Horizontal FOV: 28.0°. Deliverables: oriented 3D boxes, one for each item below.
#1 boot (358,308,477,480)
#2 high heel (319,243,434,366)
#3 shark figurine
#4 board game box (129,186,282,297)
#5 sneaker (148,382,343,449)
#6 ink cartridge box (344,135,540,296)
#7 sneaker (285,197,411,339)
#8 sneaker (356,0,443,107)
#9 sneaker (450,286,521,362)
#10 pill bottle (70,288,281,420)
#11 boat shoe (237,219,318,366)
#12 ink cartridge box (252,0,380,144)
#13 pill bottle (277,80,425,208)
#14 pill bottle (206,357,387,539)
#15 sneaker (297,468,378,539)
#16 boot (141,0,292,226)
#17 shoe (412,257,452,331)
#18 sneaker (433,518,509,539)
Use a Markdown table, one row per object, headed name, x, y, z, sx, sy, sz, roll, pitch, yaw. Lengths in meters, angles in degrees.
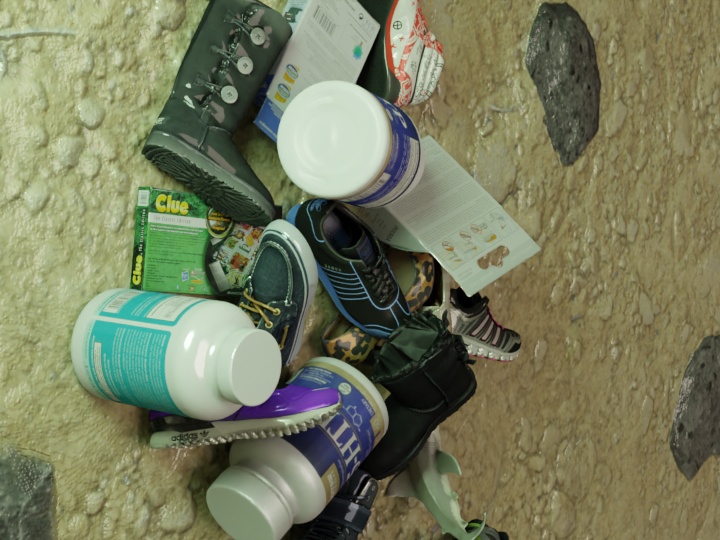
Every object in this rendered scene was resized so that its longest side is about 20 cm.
| name | x | y | z | sx | sy | sz | roll | pitch | yaw |
| --- | --- | --- | --- | --- | --- | --- | --- | --- | --- |
| boot | 0.049 | 0.143 | 1.672 | 0.198 | 0.073 | 0.163 | -41 | 149 | -5 |
| high heel | 0.018 | 0.016 | 1.689 | 0.142 | 0.071 | 0.201 | 11 | 91 | -53 |
| shark figurine | 0.082 | 0.278 | 1.783 | 0.089 | 0.215 | 0.129 | -10 | 141 | -13 |
| board game box | -0.156 | -0.026 | 1.501 | 0.199 | 0.023 | 0.106 | 6 | 91 | -52 |
| sneaker | -0.119 | 0.120 | 1.458 | 0.070 | 0.199 | 0.100 | 97 | -15 | -79 |
| ink cartridge box | 0.094 | -0.057 | 1.695 | 0.200 | 0.050 | 0.162 | 48 | 43 | 12 |
| sneaker | 0.000 | 0.000 | 1.613 | 0.200 | 0.078 | 0.070 | 48 | 62 | -21 |
| sneaker | 0.050 | -0.291 | 1.693 | 0.108 | 0.067 | 0.203 | -8 | 104 | -52 |
| sneaker | 0.147 | 0.064 | 1.854 | 0.199 | 0.073 | 0.088 | 13 | 91 | -47 |
| pill bottle | -0.170 | 0.079 | 1.355 | 0.110 | 0.199 | 0.112 | -10 | 103 | -50 |
| boat shoe | -0.101 | 0.044 | 1.497 | 0.091 | 0.071 | 0.201 | -39 | 150 | -38 |
| ink cartridge box | -0.056 | -0.218 | 1.585 | 0.119 | 0.042 | 0.201 | 41 | 64 | -47 |
| pill bottle | 0.000 | -0.127 | 1.532 | 0.200 | 0.119 | 0.121 | 8 | 89 | -72 |
| pill bottle | -0.070 | 0.199 | 1.551 | 0.200 | 0.119 | 0.120 | -47 | 129 | -37 |
| sneaker | -0.041 | 0.284 | 1.608 | 0.202 | 0.076 | 0.147 | 53 | 56 | -75 |
| boot | -0.120 | -0.169 | 1.476 | 0.165 | 0.065 | 0.201 | 37 | 61 | -34 |
| shoe | 0.076 | 0.027 | 1.762 | 0.053 | 0.069 | 0.201 | 37 | 56 | -68 |
| sneaker | 0.137 | 0.368 | 1.898 | 0.199 | 0.070 | 0.083 | 16 | 68 | -52 |
